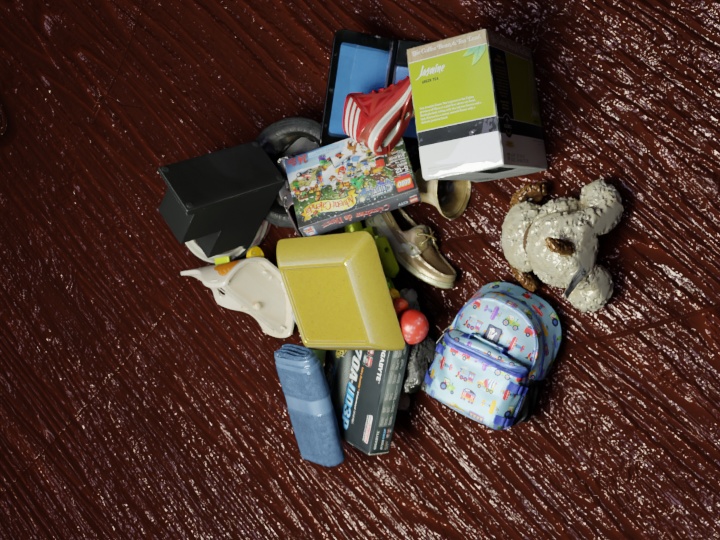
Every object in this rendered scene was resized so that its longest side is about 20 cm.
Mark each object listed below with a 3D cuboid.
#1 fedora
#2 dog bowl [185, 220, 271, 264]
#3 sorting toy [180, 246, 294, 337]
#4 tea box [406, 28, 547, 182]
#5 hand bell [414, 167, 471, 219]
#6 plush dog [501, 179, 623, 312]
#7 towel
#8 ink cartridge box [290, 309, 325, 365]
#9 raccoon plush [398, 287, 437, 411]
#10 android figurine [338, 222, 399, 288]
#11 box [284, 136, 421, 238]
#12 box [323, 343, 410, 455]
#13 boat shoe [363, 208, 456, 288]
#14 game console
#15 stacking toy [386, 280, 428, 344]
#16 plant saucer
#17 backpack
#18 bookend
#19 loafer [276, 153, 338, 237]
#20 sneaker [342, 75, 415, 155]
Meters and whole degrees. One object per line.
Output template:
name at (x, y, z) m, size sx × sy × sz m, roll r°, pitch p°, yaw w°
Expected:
fedora at (-0.106, -0.174, 1.626) m, size 0.199 × 0.091 × 0.203 m, roll 4°, pitch 100°, yaw 23°
dog bowl at (-0.251, -0.114, 1.733) m, size 0.199 × 0.074 × 0.202 m, roll 2°, pitch 95°, yaw 31°
sorting toy at (-0.235, 0.031, 1.691) m, size 0.179 × 0.200 × 0.108 m, roll 0°, pitch 60°, yaw 36°
tea box at (0.181, -0.241, 1.392) m, size 0.133 × 0.199 × 0.199 m, roll -7°, pitch 90°, yaw 30°
hand bell at (0.075, -0.146, 1.536) m, size 0.199 × 0.104 × 0.105 m, roll 9°, pitch 99°, yaw 39°
plush dog at (0.283, -0.042, 1.396) m, size 0.171 × 0.159 × 0.202 m, roll 14°, pitch 103°, yaw 53°
towel at (-0.081, 0.223, 1.531) m, size 0.111 × 0.048 × 0.202 m, roll 6°, pitch 114°, yaw 55°
ink cartridge box at (-0.090, 0.100, 1.624) m, size 0.146 × 0.048 × 0.202 m, roll -135°, pitch 56°, yaw -70°
raccoon plush at (0.064, 0.139, 1.569) m, size 0.133 × 0.096 × 0.202 m, roll -13°, pitch 78°, yaw 39°
android figurine at (0.000, 0.000, 1.575) m, size 0.182 × 0.041 × 0.201 m, roll -25°, pitch 88°, yaw 55°
box at (-0.014, -0.146, 1.478) m, size 0.198 × 0.038 × 0.138 m, roll -18°, pitch 60°, yaw 6°
box at (0.001, 0.185, 1.540) m, size 0.158 × 0.046 × 0.202 m, roll 22°, pitch 104°, yaw 49°
boat shoe at (0.088, -0.049, 1.537) m, size 0.200 × 0.074 × 0.067 m, roll 41°, pitch 118°, yaw 21°
game console at (0.045, -0.283, 1.518) m, size 0.175 × 0.116 × 0.202 m, roll 14°, pitch 102°, yaw 29°
stacking toy at (0.028, 0.044, 1.472) m, size 0.200 × 0.085 × 0.086 m, roll 38°, pitch 112°, yaw 23°
plant saucer at (-0.045, 0.046, 1.451) m, size 0.199 × 0.048 × 0.202 m, roll -4°, pitch 110°, yaw 39°
backpack at (0.213, 0.126, 1.445) m, size 0.182 × 0.134 × 0.201 m, roll 30°, pitch 107°, yaw 26°
bookend at (-0.257, -0.101, 1.548) m, size 0.092 × 0.198 × 0.200 m, roll 53°, pitch 140°, yaw 16°
loafer at (-0.091, -0.103, 1.543) m, size 0.071 × 0.063 × 0.201 m, roll -25°, pitch 88°, yaw 25°
sneaker at (0.045, -0.285, 1.471) m, size 0.115 × 0.079 × 0.200 m, roll 31°, pitch 68°, yaw 27°
